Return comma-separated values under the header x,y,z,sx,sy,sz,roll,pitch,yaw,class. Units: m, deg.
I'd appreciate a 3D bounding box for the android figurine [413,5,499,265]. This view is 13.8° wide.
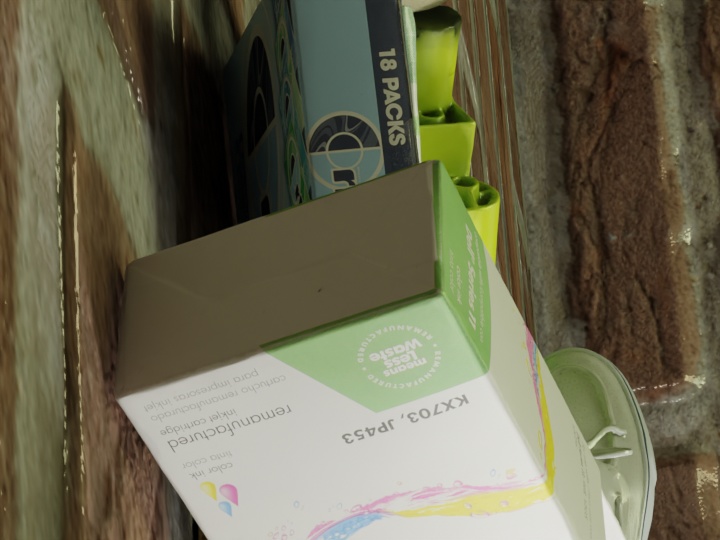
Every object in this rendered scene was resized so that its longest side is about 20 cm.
x,y,z,sx,sy,sz,roll,pitch,yaw,class
0.009,-0.031,1.301,0.182,0.041,0.201,-132,-139,-55,android figurine

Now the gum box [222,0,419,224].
x,y,z,sx,sy,sz,roll,pitch,yaw,class
-0.014,-0.018,1.141,0.200,0.044,0.171,140,-55,-77,gum box

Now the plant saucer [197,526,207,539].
x,y,z,sx,sy,sz,roll,pitch,yaw,class
-0.025,0.165,1.115,0.200,0.035,0.202,-7,90,-83,plant saucer

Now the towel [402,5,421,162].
x,y,z,sx,sy,sz,roll,pitch,yaw,class
0.000,0.000,1.252,0.152,0.023,0.202,169,-84,-67,towel

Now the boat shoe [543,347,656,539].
x,y,z,sx,sy,sz,roll,pitch,yaw,class
0.088,0.108,1.347,0.086,0.074,0.203,68,26,-52,boat shoe

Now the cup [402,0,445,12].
x,y,z,sx,sy,sz,roll,pitch,yaw,class
0.007,-0.191,1.220,0.201,0.199,0.144,-83,-172,-65,cup

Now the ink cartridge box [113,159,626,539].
x,y,z,sx,sy,sz,roll,pitch,yaw,class
0.012,0.070,1.001,0.068,0.116,0.200,-92,158,-48,ink cartridge box
